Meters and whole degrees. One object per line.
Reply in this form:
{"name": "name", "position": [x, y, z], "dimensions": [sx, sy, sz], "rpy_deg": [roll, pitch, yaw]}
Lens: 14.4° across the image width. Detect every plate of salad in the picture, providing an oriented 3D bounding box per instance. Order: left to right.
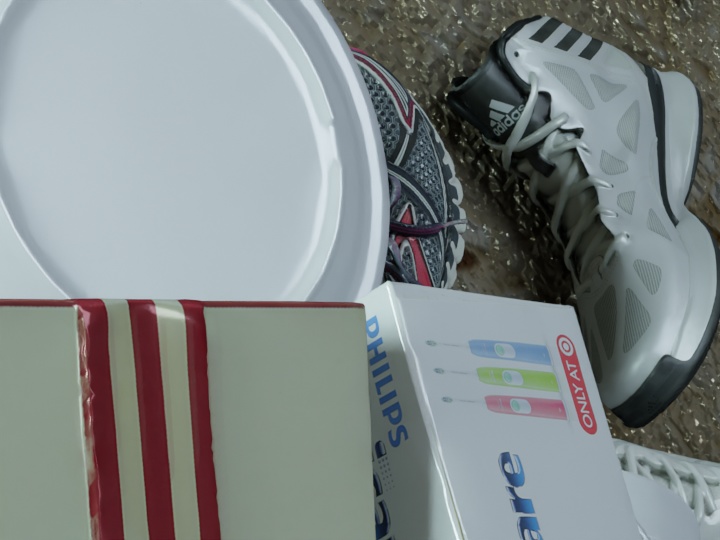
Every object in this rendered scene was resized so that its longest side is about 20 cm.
{"name": "plate of salad", "position": [-0.075, -0.036, 0.946], "dimensions": [0.200, 0.048, 0.201], "rpy_deg": [13, 68, -34]}

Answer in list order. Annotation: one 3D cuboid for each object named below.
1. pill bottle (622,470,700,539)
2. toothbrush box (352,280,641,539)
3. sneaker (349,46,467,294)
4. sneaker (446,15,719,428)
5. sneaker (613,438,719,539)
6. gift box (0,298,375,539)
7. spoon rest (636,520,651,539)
{"name": "pill bottle", "position": [0.074, 0.176, 0.988], "dimensions": [0.113, 0.113, 0.200], "rpy_deg": [29, 46, -31]}
{"name": "toothbrush box", "position": [-0.012, 0.112, 0.870], "dimensions": [0.086, 0.200, 0.146], "rpy_deg": [7, 59, -44]}
{"name": "sneaker", "position": [0.000, 0.000, 1.036], "dimensions": [0.075, 0.080, 0.200], "rpy_deg": [81, 5, -57]}
{"name": "sneaker", "position": [0.083, -0.028, 1.185], "dimensions": [0.115, 0.076, 0.201], "rpy_deg": [26, 39, -22]}
{"name": "sneaker", "position": [0.127, 0.097, 1.126], "dimensions": [0.200, 0.081, 0.075], "rpy_deg": [23, 51, -34]}
{"name": "gift box", "position": [-0.098, 0.104, 0.758], "dimensions": [0.184, 0.200, 0.187], "rpy_deg": [0, 87, -37]}
{"name": "spoon rest", "position": [0.062, 0.103, 0.917], "dimensions": [0.099, 0.061, 0.200], "rpy_deg": [-13, 66, -23]}
